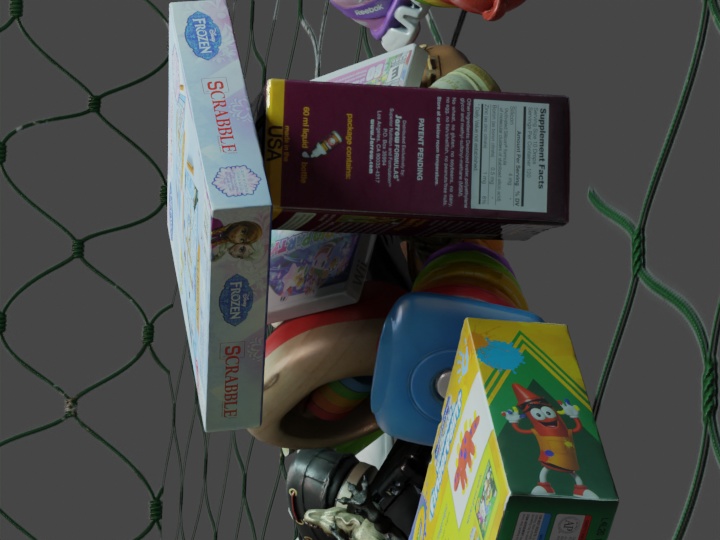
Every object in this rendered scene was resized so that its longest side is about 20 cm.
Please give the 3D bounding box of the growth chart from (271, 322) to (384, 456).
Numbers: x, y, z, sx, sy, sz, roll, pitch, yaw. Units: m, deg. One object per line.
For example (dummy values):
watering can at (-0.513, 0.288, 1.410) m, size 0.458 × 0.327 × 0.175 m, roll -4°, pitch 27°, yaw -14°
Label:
growth chart at (-0.021, 0.081, 1.889) m, size 0.018 × 0.145 × 0.201 m, roll 24°, pitch 138°, yaw 32°

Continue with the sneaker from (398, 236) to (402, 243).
sneaker at (-0.018, -0.065, 1.877) m, size 0.121 × 0.199 × 0.084 m, roll -126°, pitch 31°, yaw -50°

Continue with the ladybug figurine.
ladybug figurine at (-0.013, 0.065, 1.735) m, size 0.200 × 0.135 × 0.072 m, roll -40°, pitch 51°, yaw 47°

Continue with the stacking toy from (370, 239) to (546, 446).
stacking toy at (0.073, 0.022, 1.632) m, size 0.200 × 0.109 × 0.117 m, roll -76°, pitch -5°, yaw -56°

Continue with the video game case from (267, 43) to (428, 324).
video game case at (-0.026, -0.058, 1.726) m, size 0.143 × 0.018 × 0.201 m, roll -14°, pitch 52°, yaw 49°

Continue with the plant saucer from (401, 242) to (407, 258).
plant saucer at (0.020, -0.069, 2.066) m, size 0.200 × 0.034 × 0.202 m, roll -176°, pitch 90°, yaw -80°

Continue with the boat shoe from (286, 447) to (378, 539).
boat shoe at (-0.013, 0.199, 1.915) m, size 0.074 × 0.063 × 0.202 m, roll -60°, pitch -23°, yaw -23°

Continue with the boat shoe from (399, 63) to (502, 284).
boat shoe at (0.054, -0.054, 1.720) m, size 0.073 × 0.063 × 0.202 m, roll 45°, pitch 142°, yaw 30°

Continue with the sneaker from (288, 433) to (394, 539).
sneaker at (-0.017, 0.186, 2.035) m, size 0.071 × 0.080 × 0.202 m, roll -104°, pitch 22°, yaw -63°

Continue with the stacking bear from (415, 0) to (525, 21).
stacking bear at (0.065, -0.235, 1.705) m, size 0.122 × 0.113 × 0.200 m, roll -64°, pitch 27°, yaw 11°

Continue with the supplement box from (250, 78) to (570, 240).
supplement box at (0.028, -0.070, 1.573) m, size 0.110 × 0.198 × 0.086 m, roll 154°, pitch 118°, yaw -79°

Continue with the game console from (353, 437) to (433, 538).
game console at (0.068, 0.172, 1.753) m, size 0.176 × 0.116 × 0.200 m, roll -58°, pitch 1°, yaw -23°

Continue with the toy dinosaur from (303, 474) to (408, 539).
toy dinosaur at (0.021, 0.198, 1.679) m, size 0.200 × 0.047 × 0.088 m, roll 40°, pitch 168°, yaw 44°

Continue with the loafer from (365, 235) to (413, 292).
loafer at (0.000, 0.000, 1.805) m, size 0.201 × 0.070 × 0.068 m, roll 61°, pitch -161°, yaw 0°

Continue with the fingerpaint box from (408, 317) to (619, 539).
fingerpaint box at (0.090, 0.159, 1.494) m, size 0.167 × 0.073 × 0.201 m, roll -102°, pitch 20°, yaw -53°

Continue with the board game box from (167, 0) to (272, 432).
board game box at (-0.094, -0.036, 1.570) m, size 0.201 × 0.041 × 0.200 m, roll 96°, pitch 165°, yaw -45°

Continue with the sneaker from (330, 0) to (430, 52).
sneaker at (0.033, -0.270, 1.867) m, size 0.081 × 0.088 × 0.201 m, roll -98°, pitch 31°, yaw -66°

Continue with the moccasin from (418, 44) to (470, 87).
moccasin at (0.046, -0.130, 1.832) m, size 0.201 × 0.077 × 0.074 m, roll -117°, pitch 33°, yaw -70°
